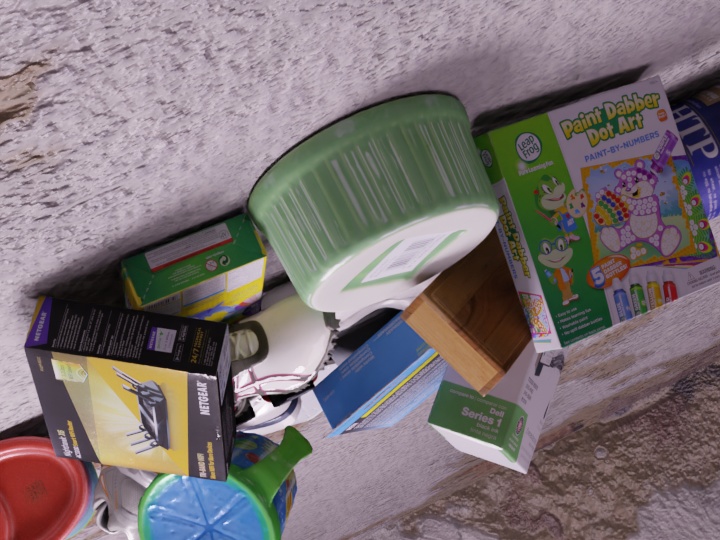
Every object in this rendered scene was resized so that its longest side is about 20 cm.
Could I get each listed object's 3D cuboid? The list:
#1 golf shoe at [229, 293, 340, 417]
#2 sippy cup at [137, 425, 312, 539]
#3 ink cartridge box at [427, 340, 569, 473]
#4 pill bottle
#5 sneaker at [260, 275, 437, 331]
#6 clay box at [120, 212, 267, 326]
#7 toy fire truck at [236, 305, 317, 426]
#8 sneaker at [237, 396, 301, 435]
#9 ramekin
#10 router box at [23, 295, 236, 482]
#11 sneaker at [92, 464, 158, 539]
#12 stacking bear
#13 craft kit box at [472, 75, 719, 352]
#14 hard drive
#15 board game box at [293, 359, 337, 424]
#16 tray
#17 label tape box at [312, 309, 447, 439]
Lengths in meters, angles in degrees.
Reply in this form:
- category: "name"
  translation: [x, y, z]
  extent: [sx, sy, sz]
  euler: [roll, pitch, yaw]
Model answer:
- category: "golf shoe"
  translation: [-0.103, 0.079, 1.419]
  extent: [0.200, 0.078, 0.088]
  euler: [-34, 154, 30]
- category: "sippy cup"
  translation: [-0.122, 0.217, 1.516]
  extent: [0.177, 0.140, 0.130]
  euler: [-5, -164, 19]
- category: "ink cartridge box"
  translation: [0.149, 0.084, 1.606]
  extent: [0.201, 0.084, 0.146]
  euler: [-69, 160, -10]
- category: "pill bottle"
  translation: [0.344, -0.115, 1.602]
  extent: [0.199, 0.120, 0.120]
  euler: [-25, 164, -8]
- category: "sneaker"
  translation: [0.000, 0.000, 1.541]
  extent: [0.199, 0.075, 0.089]
  euler: [-12, 131, -7]
- category: "clay box"
  translation: [-0.144, 0.024, 1.398]
  extent: [0.114, 0.048, 0.200]
  euler: [-22, 165, -14]
- category: "toy fire truck"
  translation: [-0.127, 0.129, 1.653]
  extent: [0.175, 0.129, 0.200]
  euler: [-26, 175, -3]
- category: "sneaker"
  translation: [-0.166, 0.153, 1.761]
  extent: [0.199, 0.077, 0.081]
  euler: [-26, 143, 8]
- category: "ramekin"
  translation: [0.017, -0.049, 1.329]
  extent: [0.199, 0.098, 0.200]
  euler: [-24, 164, -7]
- category: "router box"
  translation: [-0.187, 0.103, 1.360]
  extent: [0.156, 0.052, 0.200]
  euler: [8, 148, 4]
- category: "sneaker"
  translation: [-0.239, 0.210, 1.612]
  extent: [0.092, 0.075, 0.200]
  euler: [-62, -165, -2]
- category: "stacking bear"
  translation: [-0.322, 0.230, 1.674]
  extent: [0.113, 0.122, 0.200]
  euler: [-27, 173, -6]
- category: "craft kit box"
  translation: [0.212, -0.052, 1.438]
  extent: [0.199, 0.198, 0.048]
  euler: [-20, 179, -28]
- category: "hard drive"
  translation: [0.052, 0.032, 1.685]
  extent: [0.199, 0.033, 0.140]
  euler: [-27, 164, 0]
- category: "board game box"
  translation: [-0.079, 0.142, 1.918]
  extent: [0.199, 0.026, 0.200]
  euler: [-11, 157, -45]
- category: "tray"
  translation: [0.116, 0.027, 1.445]
  extent: [0.037, 0.099, 0.200]
  euler: [-48, 177, 32]
- category: "label tape box"
  translation: [0.031, 0.096, 1.618]
  extent: [0.144, 0.063, 0.200]
  euler: [-41, 165, 14]
